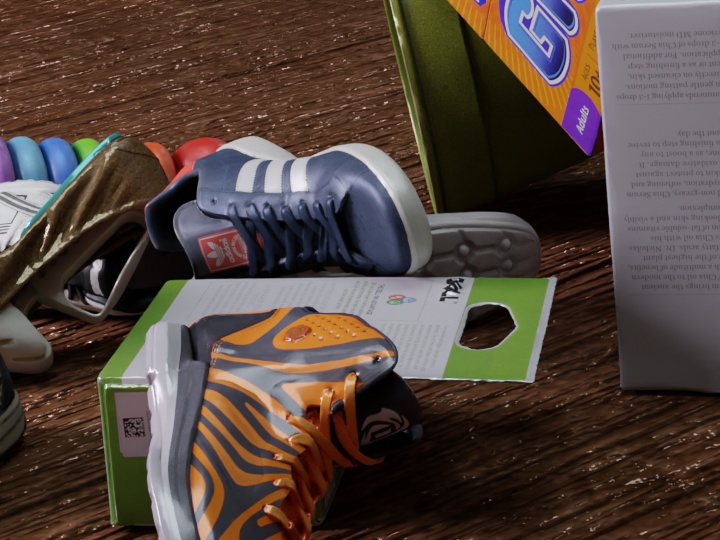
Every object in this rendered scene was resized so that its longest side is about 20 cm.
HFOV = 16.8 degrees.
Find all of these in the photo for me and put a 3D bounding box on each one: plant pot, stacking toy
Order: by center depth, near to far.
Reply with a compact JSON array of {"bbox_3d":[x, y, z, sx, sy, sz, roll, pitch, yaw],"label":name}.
[{"bbox_3d":[0.118,-0.149,1.513,0.192,0.202,0.200,-14,18,0],"label":"plant pot"},{"bbox_3d":[-0.167,-0.051,1.549,0.199,0.086,0.085,-5,17,-18],"label":"stacking toy"}]

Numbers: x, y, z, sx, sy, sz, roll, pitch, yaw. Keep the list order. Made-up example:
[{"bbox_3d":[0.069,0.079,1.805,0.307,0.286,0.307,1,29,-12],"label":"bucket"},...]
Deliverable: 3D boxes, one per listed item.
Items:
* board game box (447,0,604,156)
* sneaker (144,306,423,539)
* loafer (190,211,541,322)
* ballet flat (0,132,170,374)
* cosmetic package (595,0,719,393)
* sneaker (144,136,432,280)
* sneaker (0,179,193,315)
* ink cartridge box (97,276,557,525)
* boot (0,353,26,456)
[{"bbox_3d":[0.157,-0.230,1.350,0.199,0.200,0.200,-30,65,-22],"label":"board game box"},{"bbox_3d":[-0.027,0.080,0.999,0.111,0.078,0.201,-13,44,2],"label":"sneaker"},{"bbox_3d":[0.000,0.000,1.342,0.199,0.070,0.070,-10,27,-12],"label":"loafer"},{"bbox_3d":[-0.176,0.010,1.337,0.200,0.072,0.068,-42,-11,-19],"label":"ballet flat"},{"bbox_3d":[0.177,-0.044,1.214,0.101,0.201,0.071,0,19,15],"label":"cosmetic package"},{"bbox_3d":[-0.043,-0.021,1.251,0.084,0.075,0.200,-27,18,-28],"label":"sneaker"},{"bbox_3d":[-0.164,-0.010,1.409,0.199,0.076,0.088,-8,18,-7],"label":"sneaker"},{"bbox_3d":[-0.010,0.059,1.155,0.199,0.076,0.148,0,18,9],"label":"ink cartridge box"},{"bbox_3d":[-0.228,0.040,1.147,0.073,0.152,0.200,3,19,25],"label":"boot"}]
